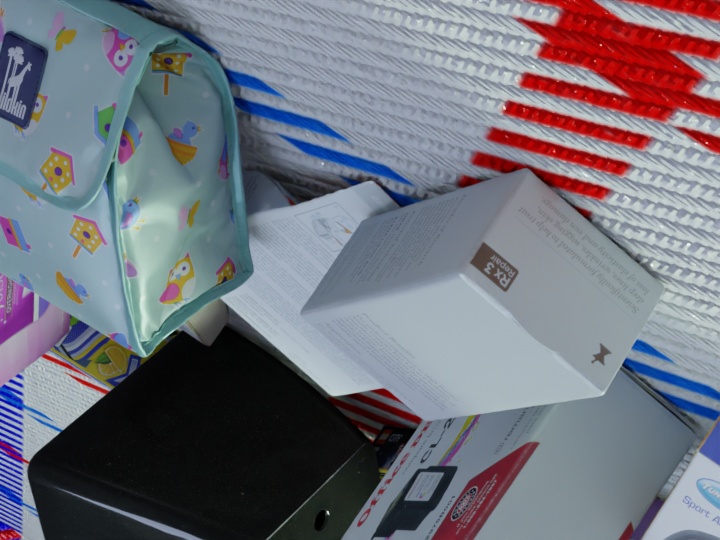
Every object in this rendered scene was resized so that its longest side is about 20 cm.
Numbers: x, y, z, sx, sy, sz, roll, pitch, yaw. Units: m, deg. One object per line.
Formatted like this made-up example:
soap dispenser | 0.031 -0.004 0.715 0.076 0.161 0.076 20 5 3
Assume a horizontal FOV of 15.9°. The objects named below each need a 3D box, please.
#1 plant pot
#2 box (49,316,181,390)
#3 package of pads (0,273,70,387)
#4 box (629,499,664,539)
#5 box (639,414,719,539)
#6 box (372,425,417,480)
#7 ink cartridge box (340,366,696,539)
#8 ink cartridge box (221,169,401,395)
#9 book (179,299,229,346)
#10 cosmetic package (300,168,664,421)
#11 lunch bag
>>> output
plant pot | -0.088 0.182 1.814 0.177 0.200 0.200 17 132 33
box | -0.174 0.057 1.891 0.200 0.064 0.070 37 171 -40
package of pads | -0.245 -0.009 1.666 0.075 0.120 0.201 30 137 20
box | 0.224 0.197 1.596 0.137 0.039 0.200 43 162 -24
box | 0.209 0.163 1.384 0.119 0.042 0.200 33 140 9
box | 0.098 0.164 1.759 0.136 0.038 0.200 40 163 -20
ink cartridge box | 0.085 0.129 1.482 0.083 0.146 0.200 39 163 -13
ink cartridge box | 0.000 0.000 1.504 0.160 0.047 0.200 43 146 -26
book | -0.186 -0.027 1.769 0.200 0.048 0.134 32 166 14
cosmetic package | 0.059 0.016 1.326 0.102 0.074 0.200 40 158 -16
lunch bag | -0.158 -0.077 1.427 0.170 0.122 0.201 29 143 33
